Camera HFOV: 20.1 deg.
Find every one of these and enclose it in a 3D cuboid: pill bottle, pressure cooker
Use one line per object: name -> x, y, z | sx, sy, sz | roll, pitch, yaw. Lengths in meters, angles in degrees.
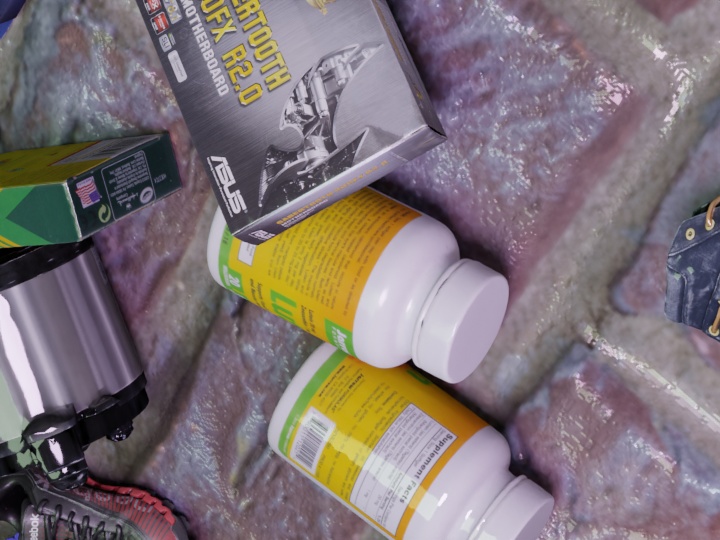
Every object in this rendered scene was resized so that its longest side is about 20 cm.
pill bottle -> 0.040, 0.142, 1.490 | 0.199, 0.111, 0.112 | 35, 126, 17
pressure cooker -> -0.265, 0.081, 1.640 | 0.178, 0.176, 0.201 | -13, 103, 35
pill bottle -> 0.000, 0.000, 1.446 | 0.199, 0.111, 0.112 | 27, 123, 23

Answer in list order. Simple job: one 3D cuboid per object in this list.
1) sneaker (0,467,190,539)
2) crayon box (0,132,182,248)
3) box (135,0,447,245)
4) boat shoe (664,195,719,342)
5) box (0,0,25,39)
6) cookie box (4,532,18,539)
sneaker -> -0.235, 0.215, 1.728 | 0.199, 0.098, 0.071 | 23, 120, 24
crayon box -> -0.256, -0.060, 1.603 | 0.199, 0.127, 0.051 | -3, 109, 37
box -> -0.050, -0.142, 1.395 | 0.158, 0.048, 0.201 | -28, 73, 16
boat shoe -> 0.248, -0.035, 1.288 | 0.090, 0.071, 0.202 | 22, 123, 21
box -> -0.289, -0.281, 1.591 | 0.121, 0.032, 0.200 | 47, 130, 9
cookie box -> -0.306, 0.352, 1.853 | 0.171, 0.075, 0.200 | 49, 129, 8
